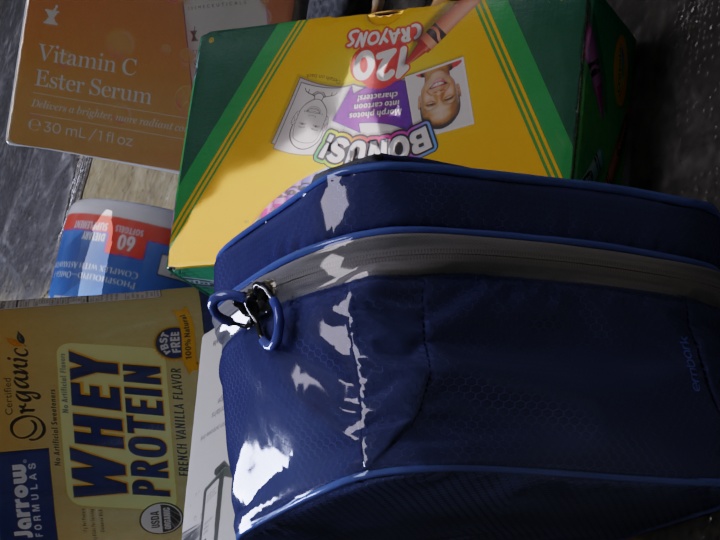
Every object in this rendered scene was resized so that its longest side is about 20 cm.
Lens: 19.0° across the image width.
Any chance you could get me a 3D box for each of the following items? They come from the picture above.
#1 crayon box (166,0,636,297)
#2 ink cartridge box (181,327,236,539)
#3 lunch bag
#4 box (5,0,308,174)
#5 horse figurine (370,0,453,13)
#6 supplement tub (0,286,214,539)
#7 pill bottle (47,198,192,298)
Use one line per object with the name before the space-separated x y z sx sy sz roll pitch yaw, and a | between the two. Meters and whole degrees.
crayon box | 0.017 -0.051 0.954 0.200 0.058 0.119 -3 69 28
ink cartridge box | 0.006 0.123 0.882 0.084 0.146 0.201 -34 46 52
lunch bag | 0.036 0.028 0.799 0.136 0.200 0.133 -30 59 54
box | -0.107 -0.159 1.230 0.106 0.152 0.201 -68 -13 -84
horse figurine | 0.037 -0.110 1.081 0.200 0.050 0.133 -24 48 63
supplement tub | -0.149 0.085 1.133 0.144 0.199 0.145 175 90 -84
pill bottle | -0.141 0.066 1.275 0.112 0.112 0.201 -8 68 64
